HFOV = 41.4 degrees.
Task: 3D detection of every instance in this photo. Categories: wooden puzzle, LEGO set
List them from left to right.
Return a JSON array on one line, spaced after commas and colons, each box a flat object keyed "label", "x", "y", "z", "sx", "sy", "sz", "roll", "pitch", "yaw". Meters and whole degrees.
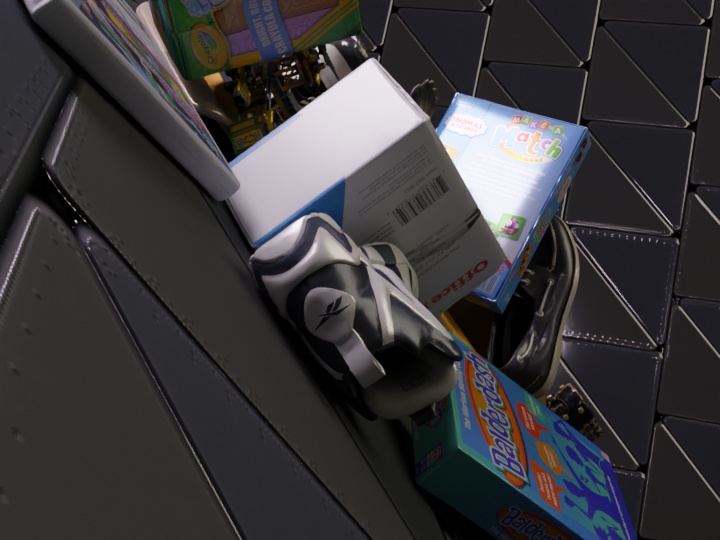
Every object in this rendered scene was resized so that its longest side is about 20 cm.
[{"label": "wooden puzzle", "x": -0.124, "y": -0.152, "z": 0.917, "sx": 0.185, "sy": 0.037, "sz": 0.200, "roll": 58, "pitch": 5, "yaw": 37}, {"label": "LEGO set", "x": -0.025, "y": -0.112, "z": 0.852, "sx": 0.154, "sy": 0.116, "sz": 0.200, "roll": -89, "pitch": 156, "yaw": -51}]

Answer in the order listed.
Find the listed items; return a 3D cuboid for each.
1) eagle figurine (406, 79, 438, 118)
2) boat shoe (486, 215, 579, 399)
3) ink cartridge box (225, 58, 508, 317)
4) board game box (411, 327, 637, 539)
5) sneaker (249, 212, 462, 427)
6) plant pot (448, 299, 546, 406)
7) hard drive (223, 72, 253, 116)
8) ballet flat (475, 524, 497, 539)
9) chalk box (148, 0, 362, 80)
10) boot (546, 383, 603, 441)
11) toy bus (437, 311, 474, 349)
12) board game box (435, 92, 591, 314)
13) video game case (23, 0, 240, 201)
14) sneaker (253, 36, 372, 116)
[{"label": "eagle figurine", "x": 0.063, "y": -0.091, "z": 1.062, "sx": 0.152, "sy": 0.200, "sz": 0.151, "roll": -4, "pitch": 58, "yaw": -48}, {"label": "boat shoe", "x": 0.164, "y": 0.024, "z": 0.930, "sx": 0.063, "sy": 0.073, "sz": 0.200, "roll": 31, "pitch": 60, "yaw": -36}, {"label": "ink cartridge box", "x": 0.008, "y": -0.037, "z": 0.721, "sx": 0.084, "sy": 0.145, "sz": 0.200, "roll": 55, "pitch": 3, "yaw": 37}, {"label": "board game box", "x": 0.123, "y": 0.148, "z": 0.716, "sx": 0.200, "sy": 0.045, "sz": 0.152, "roll": 37, "pitch": 23, "yaw": -19}, {"label": "sneaker", "x": 0.015, "y": 0.045, "z": 0.610, "sx": 0.130, "sy": 0.079, "sz": 0.199, "roll": 57, "pitch": 5, "yaw": 19}, {"label": "plant pot", "x": 0.123, "y": 0.085, "z": 1.031, "sx": 0.186, "sy": 0.186, "sz": 0.200, "roll": 40, "pitch": 28, "yaw": -76}, {"label": "hard drive", "x": -0.110, "y": -0.170, "z": 1.158, "sx": 0.200, "sy": 0.026, "sz": 0.132, "roll": 54, "pitch": -9, "yaw": -14}, {"label": "ballet flat", "x": 0.127, "y": 0.214, "z": 0.775, "sx": 0.200, "sy": 0.067, "sz": 0.064, "roll": 58, "pitch": -23, "yaw": 32}, {"label": "chalk box", "x": -0.115, "y": -0.242, "z": 0.767, "sx": 0.124, "sy": 0.200, "sz": 0.124, "roll": -120, "pitch": -163, "yaw": -48}, {"label": "boot", "x": 0.214, "y": 0.195, "z": 1.220, "sx": 0.200, "sy": 0.150, "sz": 0.073, "roll": 53, "pitch": 4, "yaw": -30}, {"label": "toy bus", "x": 0.093, "y": 0.123, "z": 0.895, "sx": 0.200, "sy": 0.078, "sz": 0.065, "roll": 56, "pitch": 4, "yaw": 24}, {"label": "board game box", "x": 0.117, "y": -0.072, "z": 0.948, "sx": 0.151, "sy": 0.200, "sz": 0.037, "roll": 22, "pitch": -15, "yaw": 30}, {"label": "video game case", "x": -0.160, "y": -0.152, "z": 0.588, "sx": 0.182, "sy": 0.023, "sz": 0.200, "roll": 57, "pitch": 3, "yaw": 31}, {"label": "sneaker", "x": -0.050, "y": -0.182, "z": 0.965, "sx": 0.074, "sy": 0.080, "sz": 0.200, "roll": 59, "pitch": -26, "yaw": -8}]
